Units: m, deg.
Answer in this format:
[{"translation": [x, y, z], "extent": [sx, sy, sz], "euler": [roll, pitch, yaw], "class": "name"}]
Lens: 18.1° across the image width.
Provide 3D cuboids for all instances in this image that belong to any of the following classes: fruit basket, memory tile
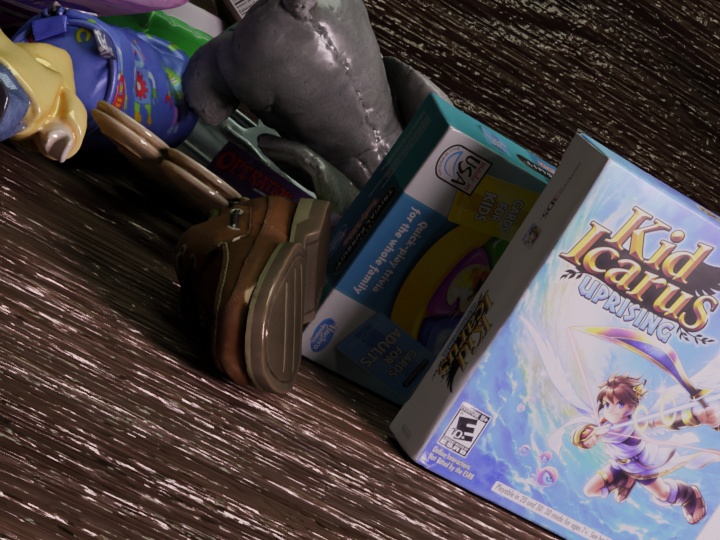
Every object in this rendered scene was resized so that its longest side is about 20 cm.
[{"translation": [-0.191, -0.194, 1.678], "extent": [0.200, 0.094, 0.185], "euler": [42, 12, 36], "class": "fruit basket"}, {"translation": [-0.081, -0.036, 1.313], "extent": [0.153, 0.017, 0.200], "euler": [34, -5, 9], "class": "memory tile"}]

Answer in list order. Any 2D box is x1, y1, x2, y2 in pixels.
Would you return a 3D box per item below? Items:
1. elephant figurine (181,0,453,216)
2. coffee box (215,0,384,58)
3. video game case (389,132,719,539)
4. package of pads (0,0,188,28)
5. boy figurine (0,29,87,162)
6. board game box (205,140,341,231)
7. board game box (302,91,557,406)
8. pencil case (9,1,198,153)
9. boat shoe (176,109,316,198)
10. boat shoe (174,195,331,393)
[{"translation": [-0.005, -0.086, 1.422], "extent": [0.201, 0.141, 0.155], "euler": [55, 21, -4], "class": "elephant figurine"}, {"translation": [-0.023, -0.129, 1.665], "extent": [0.201, 0.080, 0.113], "euler": [56, -9, 18], "class": "coffee box"}, {"translation": [0.145, 0.055, 1.163], "extent": [0.199, 0.182, 0.045], "euler": [28, 9, -26], "class": "video game case"}, {"translation": [-0.212, -0.195, 1.388], "extent": [0.199, 0.076, 0.120], "euler": [-2, -8, 26], "class": "package of pads"}, {"translation": [-0.199, -0.096, 1.189], "extent": [0.124, 0.065, 0.200], "euler": [32, 7, 2], "class": "boy figurine"}, {"translation": [0.000, 0.000, 1.368], "extent": [0.200, 0.032, 0.120], "euler": [35, -12, 38], "class": "board game box"}, {"translation": [0.078, 0.016, 1.239], "extent": [0.199, 0.151, 0.047], "euler": [28, 18, -25], "class": "board game box"}, {"translation": [-0.158, -0.115, 1.383], "extent": [0.077, 0.088, 0.200], "euler": [-3, 0, 12], "class": "pencil case"}, {"translation": [-0.071, -0.079, 1.542], "extent": [0.200, 0.072, 0.070], "euler": [34, 8, 11], "class": "boat shoe"}, {"translation": [-0.059, 0.011, 1.108], "extent": [0.067, 0.073, 0.200], "euler": [6, 13, 4], "class": "boat shoe"}]
